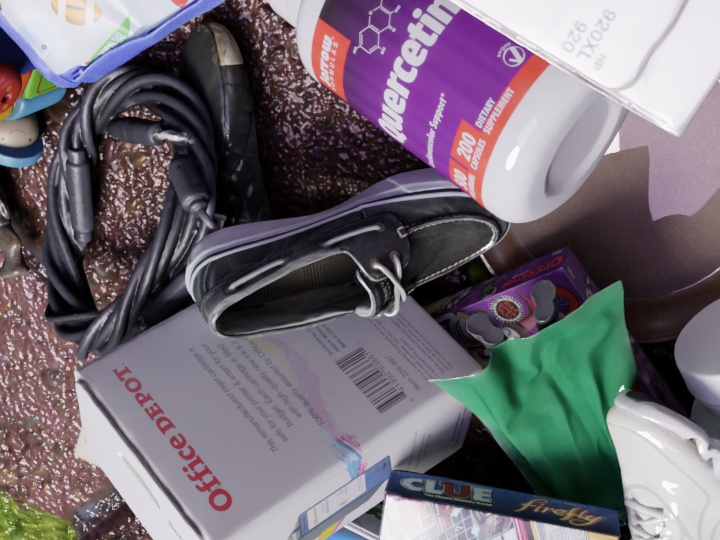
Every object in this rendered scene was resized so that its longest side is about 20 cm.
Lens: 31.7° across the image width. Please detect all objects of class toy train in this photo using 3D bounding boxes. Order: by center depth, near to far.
[{"bbox_3d":[-0.255,-0.096,0.771,0.084,0.200,0.116,37,128,12],"label":"toy train"}]

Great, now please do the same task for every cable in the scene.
[{"bbox_3d":[-0.161,-0.034,0.817,0.200,0.051,0.164,-38,67,39],"label":"cable"}]

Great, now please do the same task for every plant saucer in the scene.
[{"bbox_3d":[0.159,-0.052,0.756,0.198,0.032,0.202,7,118,14],"label":"plant saucer"}]

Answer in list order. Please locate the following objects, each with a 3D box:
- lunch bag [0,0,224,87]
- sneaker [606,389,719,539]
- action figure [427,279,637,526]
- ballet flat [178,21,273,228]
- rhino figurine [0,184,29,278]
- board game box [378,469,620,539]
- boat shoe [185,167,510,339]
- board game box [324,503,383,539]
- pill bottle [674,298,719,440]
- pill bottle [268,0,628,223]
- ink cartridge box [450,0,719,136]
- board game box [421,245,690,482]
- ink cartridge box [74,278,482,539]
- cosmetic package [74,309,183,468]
[{"bbox_3d":[-0.149,-0.225,0.711,0.169,0.124,0.201,-25,92,28],"label":"lunch bag"},{"bbox_3d":[0.184,0.156,0.720,0.081,0.075,0.201,-36,114,-15],"label":"sneaker"},{"bbox_3d":[0.126,0.093,0.757,0.117,0.055,0.201,-24,128,8],"label":"action figure"},{"bbox_3d":[-0.079,-0.063,0.824,0.066,0.057,0.202,23,127,52],"label":"ballet flat"},{"bbox_3d":[-0.332,-0.027,0.906,0.198,0.060,0.088,-7,94,21],"label":"rhino figurine"},{"bbox_3d":[0.068,0.225,0.748,0.134,0.035,0.202,10,107,6],"label":"board game box"},{"bbox_3d":[0.000,0.000,0.735,0.198,0.071,0.072,-17,133,-5],"label":"boat shoe"},{"bbox_3d":[0.034,0.230,0.831,0.199,0.035,0.127,29,119,-11],"label":"board game box"},{"bbox_3d":[0.262,0.112,0.748,0.108,0.109,0.201,-21,114,25],"label":"pill bottle"},{"bbox_3d":[0.044,-0.122,0.690,0.200,0.112,0.113,38,123,23],"label":"pill bottle"},{"bbox_3d":[0.135,-0.188,0.598,0.144,0.200,0.148,30,120,1],"label":"ink cartridge box"},{"bbox_3d":[0.134,0.085,0.810,0.120,0.032,0.200,-27,113,31],"label":"board game box"},{"bbox_3d":[-0.050,0.083,0.762,0.145,0.199,0.088,45,148,27],"label":"ink cartridge box"},{"bbox_3d":[-0.081,0.114,0.874,0.199,0.103,0.088,26,121,5],"label":"cosmetic package"}]
